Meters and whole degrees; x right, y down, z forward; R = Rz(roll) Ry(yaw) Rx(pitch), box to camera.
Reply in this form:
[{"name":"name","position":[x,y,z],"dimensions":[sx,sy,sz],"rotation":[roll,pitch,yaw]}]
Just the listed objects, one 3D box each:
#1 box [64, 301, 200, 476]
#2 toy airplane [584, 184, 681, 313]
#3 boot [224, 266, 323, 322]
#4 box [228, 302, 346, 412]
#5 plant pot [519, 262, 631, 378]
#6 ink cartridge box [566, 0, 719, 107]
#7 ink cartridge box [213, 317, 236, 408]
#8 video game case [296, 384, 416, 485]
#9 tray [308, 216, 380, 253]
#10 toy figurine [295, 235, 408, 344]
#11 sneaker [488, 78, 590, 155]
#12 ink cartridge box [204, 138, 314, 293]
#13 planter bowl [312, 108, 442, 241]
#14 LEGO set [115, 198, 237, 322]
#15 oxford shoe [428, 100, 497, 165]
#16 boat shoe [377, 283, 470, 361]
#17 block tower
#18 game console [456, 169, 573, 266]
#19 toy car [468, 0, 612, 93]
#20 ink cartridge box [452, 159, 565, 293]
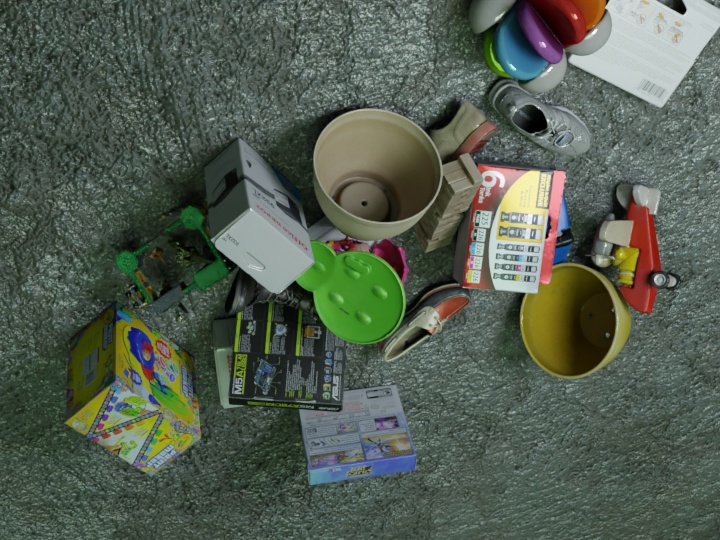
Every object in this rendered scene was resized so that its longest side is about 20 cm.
[{"name":"box","position":[-0.380,0.198,1.691],"dimensions":[0.121,0.201,0.192],"rotation":[-37,126,15]},{"name":"toy airplane","position":[0.459,-0.051,1.731],"dimensions":[0.140,0.200,0.201],"rotation":[-13,125,34]},{"name":"boot","position":[-0.116,0.038,1.613],"dimensions":[0.172,0.201,0.070],"rotation":[26,118,-2]},{"name":"box","position":[-0.118,0.129,1.686],"dimensions":[0.190,0.203,0.048],"rotation":[2,156,-1]},{"name":"plant pot","position":[0.409,0.089,1.818],"dimensions":[0.141,0.201,0.201],"rotation":[2,131,-47]},{"name":"ink cartridge box","position":[0.436,-0.366,1.556],"dimensions":[0.198,0.044,0.175],"rotation":[19,119,-24]},{"name":"ink cartridge box","position":[-0.158,0.154,1.783],"dimensions":[0.197,0.084,0.148],"rotation":[-6,128,-9]},{"name":"video game case","position":[-0.011,0.301,1.865],"dimensions":[0.197,0.182,0.046],"rotation":[-6,128,-8]},{"name":"tray","position":[-0.066,-0.027,1.708],"dimensions":[0.199,0.022,0.107],"rotation":[-34,125,13]},{"name":"toy figurine","position":[0.000,0.000,1.628],"dimensions":[0.199,0.184,0.151],"rotation":[33,114,3]},{"name":"sneaker","position":[0.289,-0.226,1.602],"dimensions":[0.198,0.082,0.075],"rotation":[21,119,-26]},{"name":"ink cartridge box","position":[-0.155,-0.085,1.530],"dimensions":[0.083,0.201,0.145],"rotation":[-37,126,17]},{"name":"planter bowl","position":[0.015,-0.129,1.561],"dimensions":[0.197,0.203,0.135],"rotation":[-1,154,-12]},{"name":"LEGO set","position":[-0.285,-0.022,1.630],"dimensions":[0.199,0.116,0.154],"rotation":[-40,96,13]},{"name":"oxford shoe","position":[0.131,-0.189,1.617],"dimensions":[0.200,0.070,0.075],"rotation":[-43,81,31]},{"name":"boat shoe","position":[0.115,0.093,1.802],"dimensions":[0.199,0.063,0.071],"rotation":[-31,133,17]},{"name":"block tower","position":[0.136,-0.105,1.621],"dimensions":[0.057,0.054,0.201],"rotation":[-20,158,-23]},{"name":"game console","position":[0.258,-0.069,1.754],"dimensions":[0.197,0.120,0.171],"rotation":[-13,159,-2]},{"name":"toy car","position":[0.263,-0.351,1.443],"dimensions":[0.199,0.150,0.175],"rotation":[-39,110,17]},{"name":"ink cartridge box","position":[0.253,-0.071,1.652],"dimensions":[0.173,0.084,0.203],"rotation":[4,101,-8]}]
